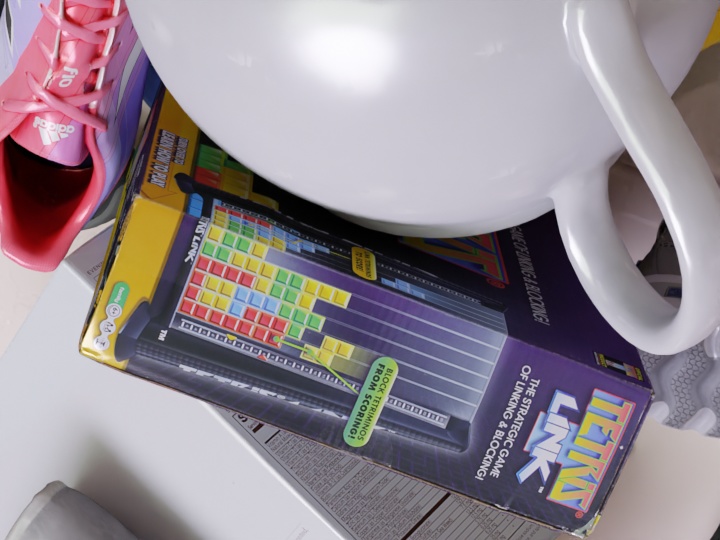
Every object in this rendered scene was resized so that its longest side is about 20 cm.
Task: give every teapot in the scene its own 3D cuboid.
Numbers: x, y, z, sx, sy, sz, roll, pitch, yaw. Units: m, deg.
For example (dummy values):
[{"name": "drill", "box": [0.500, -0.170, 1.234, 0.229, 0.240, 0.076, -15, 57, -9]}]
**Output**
[{"name": "teapot", "box": [0.027, -0.078, 0.700, 0.196, 0.201, 0.147, 2, 134, 18]}]

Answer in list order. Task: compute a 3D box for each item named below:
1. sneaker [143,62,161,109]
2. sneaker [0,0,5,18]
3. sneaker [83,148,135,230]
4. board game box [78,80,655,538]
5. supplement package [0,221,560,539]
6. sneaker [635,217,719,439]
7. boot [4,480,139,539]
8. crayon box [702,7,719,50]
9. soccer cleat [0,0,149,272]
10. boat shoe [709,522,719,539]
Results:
[{"name": "sneaker", "box": [-0.039, -0.082, 0.882, 0.200, 0.070, 0.078, 43, 139, 10]}, {"name": "sneaker", "box": [-0.143, -0.110, 0.855, 0.087, 0.076, 0.200, 4, 151, 24]}, {"name": "sneaker", "box": [-0.176, -0.079, 0.981, 0.199, 0.075, 0.080, 25, 125, 22]}, {"name": "board game box", "box": [0.000, 0.000, 0.762, 0.164, 0.200, 0.057, 19, 106, -8]}, {"name": "supplement package", "box": [-0.043, 0.089, 0.931, 0.200, 0.147, 0.191, 44, 132, 7]}, {"name": "sneaker", "box": [0.184, 0.023, 0.780, 0.199, 0.082, 0.075, 18, 138, 2]}, {"name": "boot", "box": [-0.041, 0.146, 0.828, 0.200, 0.072, 0.182, 48, 131, 10]}, {"name": "crayon box", "box": [0.091, -0.135, 0.769, 0.199, 0.052, 0.126, -25, 98, 41]}, {"name": "soccer cleat", "box": [-0.098, -0.083, 0.792, 0.066, 0.077, 0.200, 10, 142, -7]}, {"name": "boat shoe", "box": [0.159, 0.124, 0.865, 0.073, 0.063, 0.202, 31, 128, 21]}]
